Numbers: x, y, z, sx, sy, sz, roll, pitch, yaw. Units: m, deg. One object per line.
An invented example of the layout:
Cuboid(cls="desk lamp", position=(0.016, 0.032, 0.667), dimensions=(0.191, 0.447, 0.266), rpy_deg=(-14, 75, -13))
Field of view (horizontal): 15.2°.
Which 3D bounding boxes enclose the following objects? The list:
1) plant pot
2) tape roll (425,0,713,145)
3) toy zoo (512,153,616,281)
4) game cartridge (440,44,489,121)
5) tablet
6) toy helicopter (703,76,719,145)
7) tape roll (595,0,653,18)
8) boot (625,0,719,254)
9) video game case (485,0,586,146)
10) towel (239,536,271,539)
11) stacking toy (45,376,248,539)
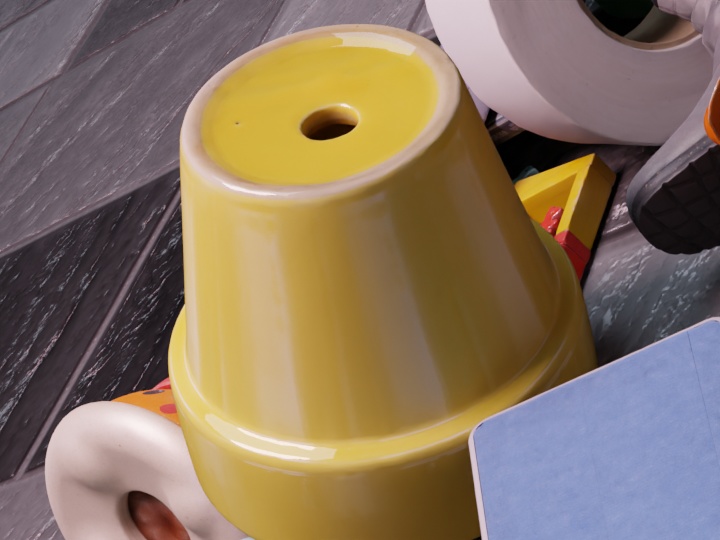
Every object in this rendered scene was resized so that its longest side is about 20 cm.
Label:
Cuboid(cls="plant pot", position=(0.000, 0.000, 1.240), dimensions=(0.200, 0.189, 0.201), rpy_deg=(-8, 39, 7))
Cuboid(cls="tape roll", position=(0.132, -0.164, 1.367), dimensions=(0.203, 0.202, 0.071), rpy_deg=(-52, 21, -14))
Cuboid(cls="toy zoo", position=(0.067, 0.013, 1.421), dimensions=(0.131, 0.020, 0.200), rpy_deg=(-28, 28, 41))
Cuboid(cls="game cartridge", position=(0.051, -0.098, 1.508), dimensions=(0.130, 0.038, 0.200), rpy_deg=(120, 171, -77))
Cuboid(cls="tablet", position=(0.111, 0.111, 1.098), dimensions=(0.130, 0.014, 0.200), rpy_deg=(-25, 39, 16))
Cuboid(cls="toy helicopter", position=(0.187, -0.079, 1.113), dimensions=(0.132, 0.200, 0.079), rpy_deg=(2, 50, 41))
Cuboid(cls="tape roll", position=(0.201, -0.236, 1.575), dimensions=(0.200, 0.048, 0.201), rpy_deg=(-38, 23, 19))
Cuboid(cls="boot", position=(0.180, -0.103, 1.293), dimensions=(0.200, 0.070, 0.132), rpy_deg=(-39, 48, -9))
Cuboid(cls="video game case", position=(0.097, -0.140, 1.499), dimensions=(0.200, 0.019, 0.143), rpy_deg=(162, 128, -80))
Cuboid(cls="towel", position=(-0.101, 0.220, 1.283), dimensions=(0.200, 0.048, 0.172), rpy_deg=(-21, 47, 49))
Cuboid(cls="stacking toy", position=(-0.056, 0.086, 1.418), dimensions=(0.146, 0.146, 0.200), rpy_deg=(-21, 17, 48))
